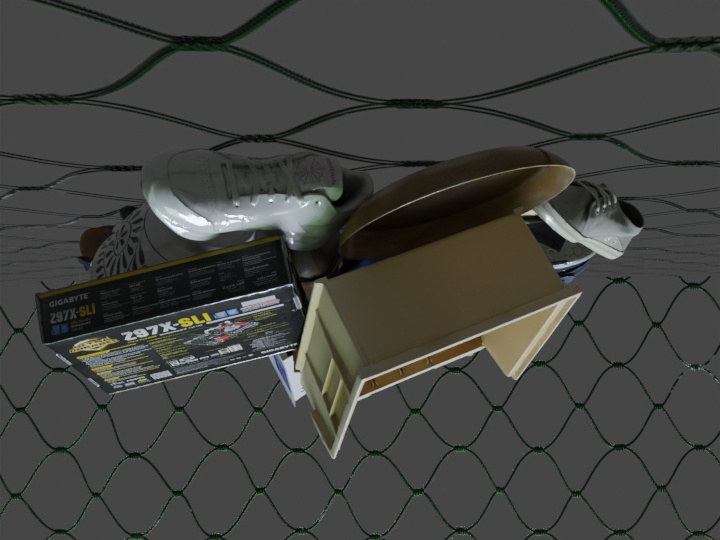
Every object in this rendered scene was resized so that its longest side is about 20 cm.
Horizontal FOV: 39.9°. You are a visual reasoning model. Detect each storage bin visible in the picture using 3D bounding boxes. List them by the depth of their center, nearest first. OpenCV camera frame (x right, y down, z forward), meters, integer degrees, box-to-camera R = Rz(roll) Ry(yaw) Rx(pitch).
[{"bbox_3d":[0.055,0.060,0.858,0.199,0.094,0.199,-20,156,-20],"label":"storage bin"}]

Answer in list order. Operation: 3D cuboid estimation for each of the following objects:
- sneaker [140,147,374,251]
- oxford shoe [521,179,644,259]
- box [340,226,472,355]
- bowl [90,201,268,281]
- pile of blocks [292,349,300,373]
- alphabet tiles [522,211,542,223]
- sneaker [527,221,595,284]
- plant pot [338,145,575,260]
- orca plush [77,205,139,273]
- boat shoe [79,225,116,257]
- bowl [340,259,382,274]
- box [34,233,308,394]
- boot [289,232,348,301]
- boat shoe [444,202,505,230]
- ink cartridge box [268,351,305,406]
[{"bbox_3d":[-0.075,-0.069,0.761,0.199,0.076,0.099,4,155,-46],"label":"sneaker"},{"bbox_3d":[0.210,-0.061,0.940,0.058,0.075,0.199,-47,145,22],"label":"oxford shoe"},{"bbox_3d":[0.047,0.027,1.349,0.183,0.106,0.200,3,-157,-42],"label":"box"},{"bbox_3d":[-0.156,-0.018,0.966,0.199,0.095,0.202,14,-142,-11],"label":"bowl"},{"bbox_3d":[0.021,0.049,1.002,0.199,0.083,0.062,-26,172,2],"label":"pile of blocks"},{"bbox_3d":[0.193,-0.068,1.126,0.194,0.015,0.200,-1,178,-21],"label":"alphabet tiles"},{"bbox_3d":[0.182,-0.019,1.184,0.200,0.078,0.146,-4,174,10],"label":"sneaker"},{"bbox_3d":[0.073,-0.055,0.796,0.198,0.028,0.200,-17,170,-3],"label":"plant pot"},{"bbox_3d":[-0.242,-0.034,1.165,0.200,0.105,0.071,-33,-167,45],"label":"orca plush"},{"bbox_3d":[-0.275,-0.017,1.303,0.199,0.071,0.070,22,-171,28],"label":"boat shoe"},{"bbox_3d":[0.000,0.000,1.135,0.200,0.039,0.201,-39,-173,6],"label":"bowl"},{"bbox_3d":[-0.144,0.042,0.827,0.198,0.050,0.160,-14,157,0],"label":"box"},{"bbox_3d":[-0.051,-0.048,1.060,0.074,0.098,0.200,-8,-159,2],"label":"boot"},{"bbox_3d":[0.089,-0.051,0.980,0.071,0.077,0.200,4,167,-7],"label":"boat shoe"},{"bbox_3d":[-0.087,0.082,1.126,0.039,0.100,0.200,-27,162,-11],"label":"ink cartridge box"}]
